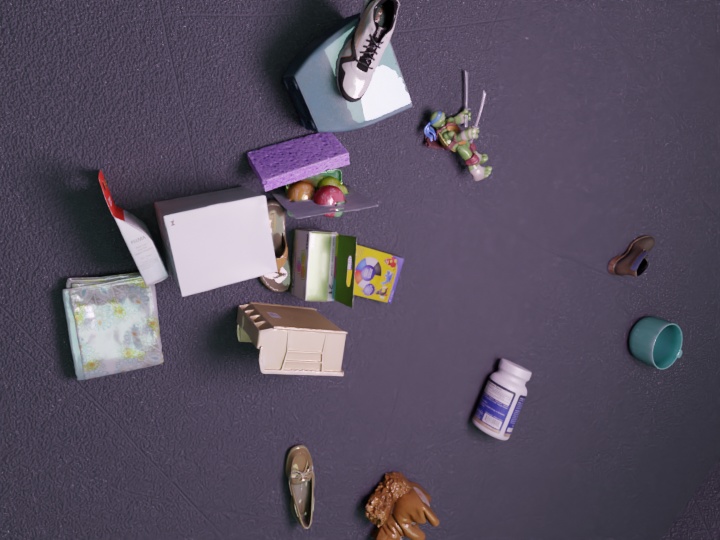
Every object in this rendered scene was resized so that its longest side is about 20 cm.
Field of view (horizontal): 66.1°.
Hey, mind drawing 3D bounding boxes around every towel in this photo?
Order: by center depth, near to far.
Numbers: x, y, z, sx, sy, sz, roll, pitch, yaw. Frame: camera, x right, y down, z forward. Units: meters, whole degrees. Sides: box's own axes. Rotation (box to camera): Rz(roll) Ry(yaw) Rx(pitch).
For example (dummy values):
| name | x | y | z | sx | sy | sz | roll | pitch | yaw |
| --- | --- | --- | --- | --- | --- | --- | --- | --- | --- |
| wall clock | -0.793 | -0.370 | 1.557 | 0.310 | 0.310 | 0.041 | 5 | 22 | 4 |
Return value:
| name | x | y | z | sx | sy | sz | roll | pitch | yaw |
| --- | --- | --- | --- | --- | --- | --- | --- | --- | --- |
| towel | -0.488 | 0.107 | 1.100 | 0.166 | 0.048 | 0.207 | -7 | 106 | -24 |

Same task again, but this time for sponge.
| name | x | y | z | sx | sy | sz | roll | pitch | yaw |
| --- | --- | --- | --- | --- | --- | --- | --- | --- | --- |
| sponge | -0.131 | -0.235 | 1.160 | 0.195 | 0.112 | 0.030 | -22 | 138 | -20 |

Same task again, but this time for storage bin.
| name | x | y | z | sx | sy | sz | roll | pitch | yaw |
| --- | --- | --- | --- | --- | --- | --- | --- | --- | --- |
| storage bin | -0.154 | 0.144 | 1.190 | 0.193 | 0.199 | 0.097 | 7 | 99 | -27 |

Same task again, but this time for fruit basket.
| name | x | y | z | sx | sy | sz | roll | pitch | yaw |
| --- | --- | --- | --- | --- | --- | --- | --- | --- | --- |
| fruit basket | -0.083 | -0.146 | 1.158 | 0.180 | 0.200 | 0.096 | -11 | 123 | -24 |

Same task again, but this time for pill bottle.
| name | x | y | z | sx | sy | sz | roll | pitch | yaw |
| --- | --- | --- | --- | --- | --- | --- | --- | --- | --- |
| pill bottle | 0.405 | 0.364 | 1.574 | 0.113 | 0.115 | 0.205 | 22 | 93 | -29 |

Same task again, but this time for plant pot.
| name | x | y | z | sx | sy | sz | roll | pitch | yaw |
| --- | --- | --- | --- | --- | --- | --- | --- | --- | --- |
| plant pot | -0.043 | -0.383 | 1.128 | 0.197 | 0.195 | 0.200 | -31 | 114 | -10 |

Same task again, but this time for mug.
| name | x | y | z | sx | sy | sz | roll | pitch | yaw |
| --- | --- | --- | --- | --- | --- | --- | --- | --- | --- |
| mug | 0.970 | 0.244 | 1.830 | 0.151 | 0.114 | 0.188 | -37 | 116 | -14 |

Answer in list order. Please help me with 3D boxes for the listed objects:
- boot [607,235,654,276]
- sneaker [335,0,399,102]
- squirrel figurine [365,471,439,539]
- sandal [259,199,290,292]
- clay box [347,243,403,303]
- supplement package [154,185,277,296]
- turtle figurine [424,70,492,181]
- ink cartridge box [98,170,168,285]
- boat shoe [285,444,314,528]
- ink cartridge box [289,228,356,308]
| name | x | y | z | sx | sy | sz | roll | pitch | yaw |
| --- | --- | --- | --- | --- | --- | --- | --- | --- | --- |
| boot | 0.876 | -0.038 | 1.723 | 0.197 | 0.096 | 0.076 | -34 | 115 | -15 |
| sneaker | 0.011 | -0.406 | 0.998 | 0.072 | 0.080 | 0.205 | 14 | 105 | -22 |
| squirrel figurine | 0.087 | 0.663 | 1.496 | 0.187 | 0.142 | 0.200 | -45 | 104 | 2 |
| sandal | -0.187 | -0.049 | 1.209 | 0.078 | 0.054 | 0.207 | -6 | 105 | -25 |
| clay box | 0.000 | 0.000 | 1.319 | 0.195 | 0.047 | 0.118 | 13 | 97 | -29 |
| supplement package | -0.284 | -0.067 | 1.074 | 0.186 | 0.199 | 0.152 | -15 | 109 | -22 |
| turtle figurine | 0.267 | -0.331 | 1.320 | 0.201 | 0.143 | 0.194 | -47 | 121 | -5 |
| ink cartridge box | -0.420 | -0.088 | 1.022 | 0.046 | 0.159 | 0.205 | -23 | 111 | -17 |
| boat shoe | -0.144 | 0.534 | 1.367 | 0.071 | 0.063 | 0.208 | -4 | 104 | -25 |
| ink cartridge box | -0.082 | -0.009 | 1.182 | 0.074 | 0.199 | 0.153 | 2 | 96 | -26 |
